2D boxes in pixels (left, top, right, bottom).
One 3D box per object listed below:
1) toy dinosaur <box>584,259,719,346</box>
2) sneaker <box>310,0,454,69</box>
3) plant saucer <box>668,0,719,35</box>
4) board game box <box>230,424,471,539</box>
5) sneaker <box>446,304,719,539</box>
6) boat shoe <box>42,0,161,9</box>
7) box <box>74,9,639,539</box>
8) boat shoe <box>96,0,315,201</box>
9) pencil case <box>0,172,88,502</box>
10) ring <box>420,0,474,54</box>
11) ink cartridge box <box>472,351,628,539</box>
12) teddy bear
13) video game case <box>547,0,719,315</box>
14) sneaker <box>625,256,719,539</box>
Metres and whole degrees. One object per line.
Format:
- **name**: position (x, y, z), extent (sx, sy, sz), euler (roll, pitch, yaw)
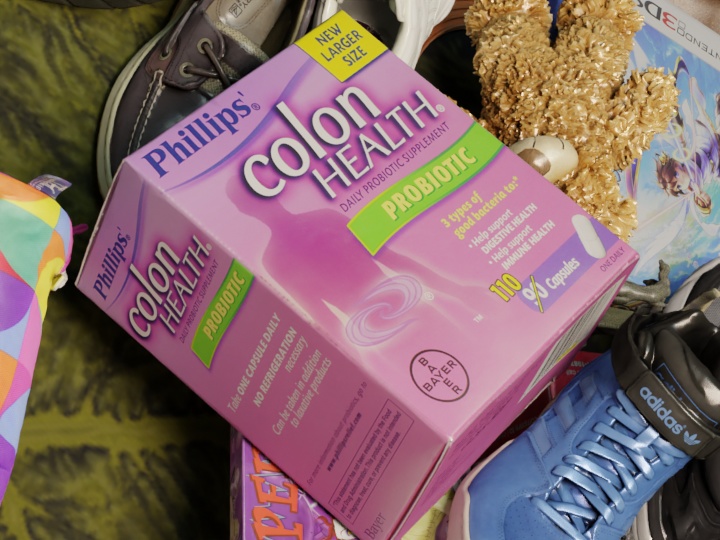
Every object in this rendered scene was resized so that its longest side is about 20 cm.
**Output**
- **toy dinosaur**: position (0.120, 0.022, 1.159), extent (0.088, 0.199, 0.048), euler (-6, 92, -54)
- **sneaker**: position (0.017, -0.158, 1.195), extent (0.074, 0.100, 0.201), euler (13, 60, 0)
- **plant saucer**: position (0.215, -0.230, 1.414), extent (0.199, 0.037, 0.202), euler (15, 63, -31)
- **board game box**: position (-0.004, 0.090, 1.044), extent (0.119, 0.032, 0.201), euler (9, 47, -13)
- **sneaker**: position (0.119, 0.085, 1.027), extent (0.077, 0.111, 0.200), euler (47, 39, 1)
- **boat shoe**: position (-0.100, -0.188, 1.115), extent (0.198, 0.076, 0.074), euler (-5, 58, -7)
- **box**: position (0.000, 0.000, 1.038), extent (0.200, 0.097, 0.176), euler (40, 46, 12)
- **boat shoe**: position (-0.075, -0.107, 1.134), extent (0.072, 0.065, 0.201), euler (40, 54, -18)
- **pencil case**: position (-0.184, 0.048, 0.982), extent (0.088, 0.088, 0.202), euler (26, 59, -24)
- **ring**: position (0.084, -0.084, 1.270), extent (0.199, 0.019, 0.202), euler (15, 62, -30)
- **ink cartridge box**: position (0.143, 0.154, 1.171), extent (0.144, 0.083, 0.202), euler (8, 67, -34)
- **teddy bear**: position (0.101, -0.090, 1.169), extent (0.144, 0.067, 0.201), euler (22, 52, 9)
- **video game case**: position (0.165, -0.069, 1.281), extent (0.180, 0.045, 0.201), euler (28, 57, -22)
- **sneaker**: position (0.206, 0.066, 1.125), extent (0.075, 0.114, 0.201), euler (32, 54, -20)
